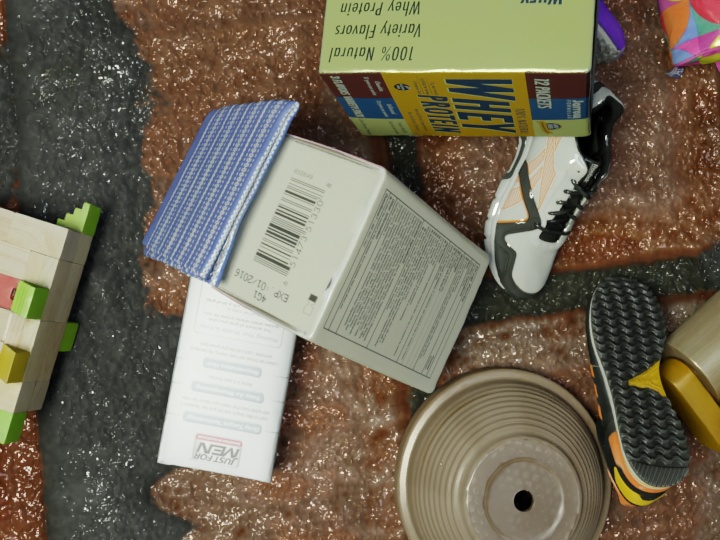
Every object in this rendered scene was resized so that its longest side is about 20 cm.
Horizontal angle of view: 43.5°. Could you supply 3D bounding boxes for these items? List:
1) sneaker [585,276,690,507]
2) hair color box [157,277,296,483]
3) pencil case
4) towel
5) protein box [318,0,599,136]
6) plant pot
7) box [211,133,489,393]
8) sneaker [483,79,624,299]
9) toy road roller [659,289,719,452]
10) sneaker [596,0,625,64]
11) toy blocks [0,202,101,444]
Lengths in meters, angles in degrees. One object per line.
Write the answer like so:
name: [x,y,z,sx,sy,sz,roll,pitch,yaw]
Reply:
sneaker: [0.227,0.105,0.789,0.068,0.091,0.204,3,56,-6]
hair color box: [-0.105,0.069,0.776,0.097,0.061,0.205,10,87,-4]
pencil case: [0.299,-0.280,0.810,0.086,0.088,0.205,-13,91,-5]
towel: [-0.115,-0.066,0.717,0.024,0.199,0.147,28,85,-26]
protein box: [0.086,-0.222,0.695,0.194,0.135,0.205,3,80,15]
plant pot: [0.130,0.189,0.775,0.195,0.093,0.206,0,89,-5]
box: [0.000,0.000,0.707,0.108,0.199,0.130,23,85,34]
sneaker: [0.164,-0.068,0.769,0.072,0.080,0.205,-1,109,-35]
toy road roller: [0.363,0.116,0.767,0.122,0.146,0.201,-39,91,-5]
sneaker: [0.180,-0.282,0.805,0.200,0.070,0.100,45,83,-2]
toy blocks: [-0.316,0.023,0.754,0.134,0.100,0.205,16,87,8]
